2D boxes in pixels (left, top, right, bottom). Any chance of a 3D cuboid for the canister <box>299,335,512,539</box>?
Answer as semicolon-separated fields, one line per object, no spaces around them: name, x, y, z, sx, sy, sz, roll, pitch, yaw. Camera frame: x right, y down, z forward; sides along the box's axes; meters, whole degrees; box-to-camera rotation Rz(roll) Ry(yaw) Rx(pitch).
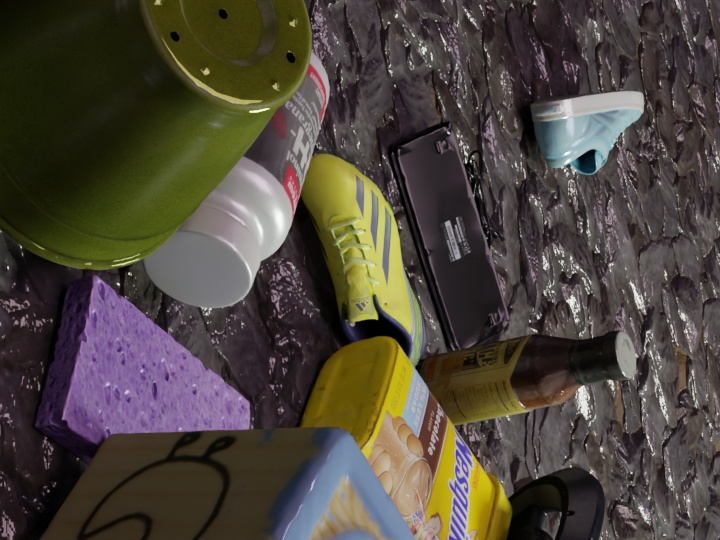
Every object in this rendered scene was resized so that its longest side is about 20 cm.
canister;0.034;0.170;1.716;0.201;0.086;0.149;56;36;-32

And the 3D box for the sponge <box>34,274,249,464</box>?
sponge;-0.145;0.099;1.481;0.200;0.030;0.112;43;45;-46

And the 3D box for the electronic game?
electronic game;0.131;0.248;1.755;0.041;0.200;0.201;36;43;-15

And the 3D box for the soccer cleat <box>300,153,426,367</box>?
soccer cleat;0.001;0.000;1.739;0.201;0.064;0.084;66;27;-22

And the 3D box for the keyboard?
keyboard;0.082;-0.031;1.943;0.104;0.039;0.202;-24;103;-37

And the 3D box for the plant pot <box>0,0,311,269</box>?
plant pot;-0.135;-0.126;1.355;0.199;0.192;0.202;16;63;-34

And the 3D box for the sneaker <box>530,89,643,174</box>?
sneaker;0.234;-0.141;2.212;0.199;0.073;0.083;-12;99;-53

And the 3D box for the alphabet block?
alphabet block;-0.083;0.230;1.342;0.197;0.199;0.196;61;42;-29

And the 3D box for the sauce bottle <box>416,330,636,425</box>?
sauce bottle;0.135;0.088;1.808;0.066;0.198;0.067;35;48;-52

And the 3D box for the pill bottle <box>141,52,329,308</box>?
pill bottle;-0.095;-0.074;1.552;0.111;0.110;0.201;53;38;-37
